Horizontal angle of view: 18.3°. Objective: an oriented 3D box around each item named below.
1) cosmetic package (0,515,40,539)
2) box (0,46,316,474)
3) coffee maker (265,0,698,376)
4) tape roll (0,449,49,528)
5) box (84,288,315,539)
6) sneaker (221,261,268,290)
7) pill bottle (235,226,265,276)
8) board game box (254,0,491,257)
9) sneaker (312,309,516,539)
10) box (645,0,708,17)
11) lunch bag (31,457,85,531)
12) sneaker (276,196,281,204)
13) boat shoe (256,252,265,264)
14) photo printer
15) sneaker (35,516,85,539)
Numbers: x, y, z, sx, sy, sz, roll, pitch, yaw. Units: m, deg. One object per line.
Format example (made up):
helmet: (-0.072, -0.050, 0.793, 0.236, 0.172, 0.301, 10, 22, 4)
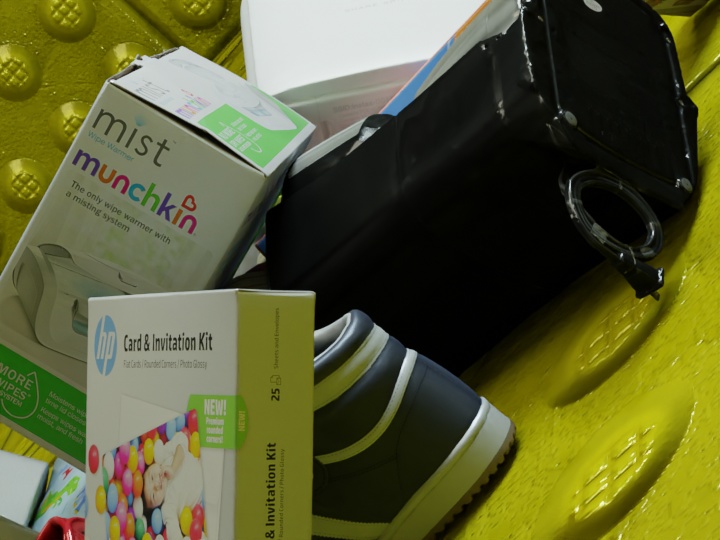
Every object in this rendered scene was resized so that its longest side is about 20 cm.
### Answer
cosmetic package: (-0.249, 0.222, 1.144, 0.165, 0.164, 0.201, -27, 43, 62)
box: (-0.114, -0.013, 1.151, 0.177, 0.096, 0.200, -59, 0, 11)
coffee maker: (0.049, -0.030, 1.059, 0.200, 0.135, 0.192, -41, 14, 36)
tape roll: (-0.233, 0.210, 1.360, 0.203, 0.037, 0.204, -165, 90, -86)
box: (-0.071, 0.110, 0.944, 0.156, 0.041, 0.201, -3, 84, 61)
sneaker: (-0.053, 0.043, 1.124, 0.081, 0.089, 0.200, -15, 2, 24)
pill bottle: (-0.122, 0.039, 1.515, 0.200, 0.116, 0.116, -45, 12, 20)
board game box: (0.044, -0.048, 1.220, 0.200, 0.103, 0.019, -46, -12, 13)
sneaker: (-0.036, 0.107, 0.989, 0.200, 0.108, 0.070, -47, 11, 7)
box: (0.132, -0.162, 1.164, 0.039, 0.042, 0.200, -40, -18, 30)
lunch bag: (-0.122, 0.121, 1.344, 0.161, 0.082, 0.200, -41, 14, 20)
sneaker: (0.011, -0.055, 1.426, 0.199, 0.105, 0.076, 0, 64, 30)
boat shoe: (0.000, 0.000, 1.323, 0.200, 0.076, 0.072, -33, 33, 52)
photo printer: (0.012, -0.139, 1.326, 0.165, 0.070, 0.200, -11, 34, 2)
sneaker: (-0.085, 0.130, 1.080, 0.078, 0.115, 0.200, -36, 17, 47)
